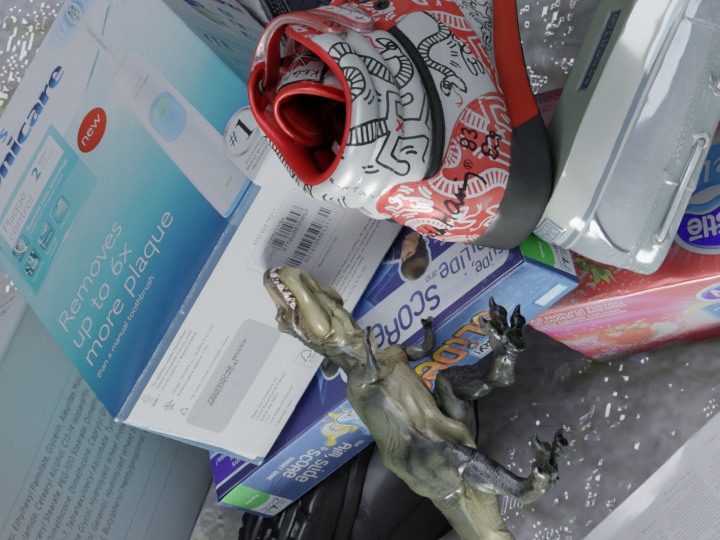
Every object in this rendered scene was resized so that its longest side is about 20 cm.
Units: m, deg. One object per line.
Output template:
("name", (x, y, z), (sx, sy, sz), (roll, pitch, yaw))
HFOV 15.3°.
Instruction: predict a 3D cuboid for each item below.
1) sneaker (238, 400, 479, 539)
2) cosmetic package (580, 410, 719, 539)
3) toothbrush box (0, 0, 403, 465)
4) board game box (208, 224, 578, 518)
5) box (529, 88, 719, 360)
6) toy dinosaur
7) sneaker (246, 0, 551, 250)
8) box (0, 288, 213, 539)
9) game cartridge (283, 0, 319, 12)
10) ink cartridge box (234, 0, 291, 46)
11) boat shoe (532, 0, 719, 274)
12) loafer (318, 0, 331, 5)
("sneaker", (0.020, 0.069, 1.217), (0.201, 0.090, 0.076), (-63, 28, 12))
("cosmetic package", (0.159, 0.119, 1.156), (0.200, 0.051, 0.083), (-44, 61, 13))
("toothbrush box", (-0.080, -0.034, 1.179), (0.147, 0.085, 0.200), (-58, 39, 14))
("board game box", (0.000, 0.000, 1.166), (0.200, 0.034, 0.136), (-38, 49, 33))
("box", (0.170, -0.035, 1.148), (0.199, 0.095, 0.103), (-12, 73, 25))
("toy dinosaur", (0.040, 0.068, 1.073), (0.088, 0.047, 0.201), (-38, 80, 38))
("sneaker", (0.005, -0.102, 1.082), (0.067, 0.107, 0.202), (-49, 42, 40))
("box", (-0.195, 0.142, 1.220), (0.198, 0.131, 0.200), (-31, 24, 32))
("game cartridge", (-0.055, -0.212, 1.349), (0.133, 0.041, 0.201), (16, 87, 25))
("ink cartridge box", (-0.084, -0.012, 1.297), (0.199, 0.043, 0.199), (-33, 79, 19))
("boat shoe", (0.135, -0.093, 1.082), (0.071, 0.070, 0.202), (26, 87, -12))
("loafer", (-0.049, -0.209, 1.289), (0.072, 0.063, 0.200), (-43, 64, 13))
